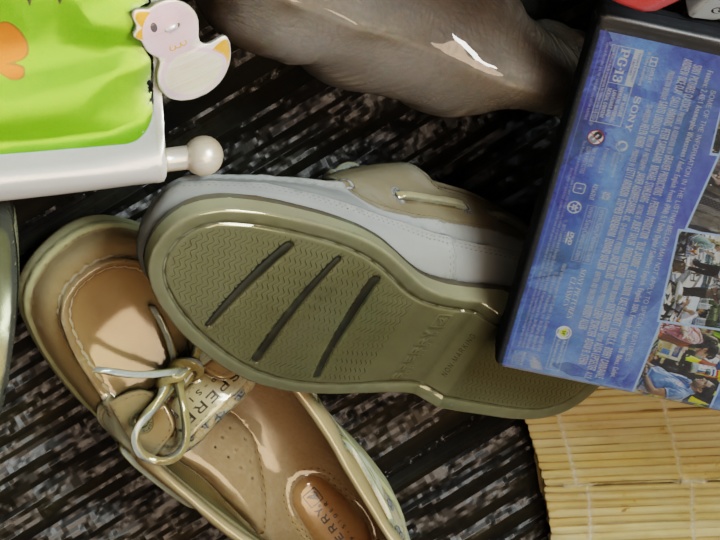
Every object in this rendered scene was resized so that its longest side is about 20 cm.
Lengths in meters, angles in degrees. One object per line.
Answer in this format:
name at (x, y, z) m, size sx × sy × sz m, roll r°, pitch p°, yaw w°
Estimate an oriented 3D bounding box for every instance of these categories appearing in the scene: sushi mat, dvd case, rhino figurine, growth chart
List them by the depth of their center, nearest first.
growth chart at (-0.123, -0.109, 0.971) m, size 0.144 × 0.018 × 0.200 m, roll -14°, pitch 114°, yaw -4°
dvd case at (0.159, -0.009, 1.037) m, size 0.200 × 0.018 × 0.143 m, roll 12°, pitch 120°, yaw -5°
rhino figurine at (0.025, -0.085, 1.055) m, size 0.200 × 0.087 × 0.060 m, roll 17°, pitch 104°, yaw -27°
sushi mat at (0.164, 0.080, 1.158) m, size 0.200 × 0.012 × 0.096 m, roll -3°, pitch 117°, yaw 15°

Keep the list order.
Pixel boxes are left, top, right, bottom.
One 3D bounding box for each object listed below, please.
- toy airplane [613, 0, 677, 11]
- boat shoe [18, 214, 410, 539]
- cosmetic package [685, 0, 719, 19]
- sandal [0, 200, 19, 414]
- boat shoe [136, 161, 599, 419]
toy airplane at (0.030, -0.183, 0.915) m, size 0.199 × 0.141 × 0.200 m, roll 20°, pitch 128°, yaw 15°
boat shoe at (-0.043, 0.056, 1.096) m, size 0.073 × 0.063 × 0.200 m, roll -46°, pitch 119°, yaw 1°
cosmetic package at (0.177, -0.179, 1.038) m, size 0.151 × 0.052 × 0.200 m, roll 4°, pitch 68°, yaw -26°
sandal at (-0.165, 0.063, 1.045) m, size 0.057 × 0.080 × 0.201 m, roll 22°, pitch 101°, yaw -14°
boat shoe at (0.000, 0.000, 1.078) m, size 0.200 × 0.068 × 0.075 m, roll 19°, pitch 125°, yaw -37°
